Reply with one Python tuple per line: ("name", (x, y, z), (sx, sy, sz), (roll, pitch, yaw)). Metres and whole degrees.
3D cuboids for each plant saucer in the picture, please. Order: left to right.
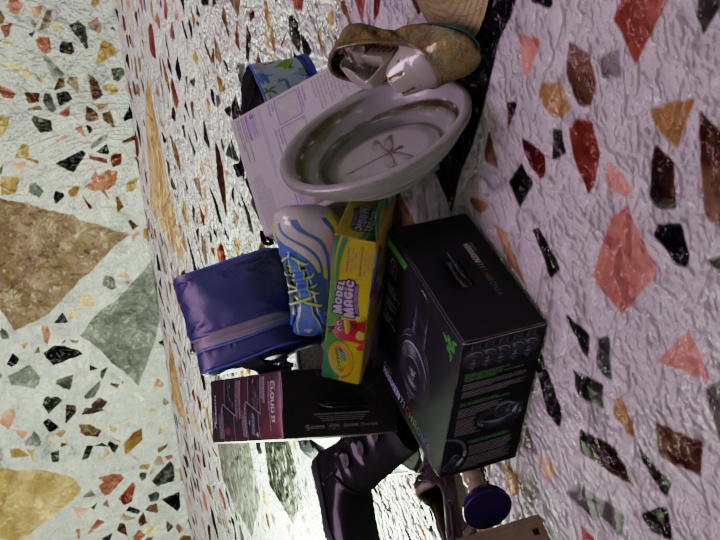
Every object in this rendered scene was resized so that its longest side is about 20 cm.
("plant saucer", (0.020, -0.117, 1.086), (0.200, 0.198, 0.051), (45, 163, 58))

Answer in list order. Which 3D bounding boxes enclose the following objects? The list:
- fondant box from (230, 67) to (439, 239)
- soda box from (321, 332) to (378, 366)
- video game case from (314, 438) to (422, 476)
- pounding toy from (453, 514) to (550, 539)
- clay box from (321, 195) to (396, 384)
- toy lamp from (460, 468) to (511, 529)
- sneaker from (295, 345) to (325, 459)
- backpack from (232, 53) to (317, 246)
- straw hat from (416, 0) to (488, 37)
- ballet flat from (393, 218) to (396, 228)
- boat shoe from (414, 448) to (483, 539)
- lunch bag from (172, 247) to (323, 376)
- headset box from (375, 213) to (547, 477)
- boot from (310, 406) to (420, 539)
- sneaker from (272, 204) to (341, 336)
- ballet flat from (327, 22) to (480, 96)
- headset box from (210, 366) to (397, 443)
("fondant box", (-0.030, -0.136, 1.207), (0.058, 0.198, 0.146), (22, -134, -63))
("soda box", (-0.019, 0.061, 1.371), (0.070, 0.063, 0.202), (116, 136, -59))
("video game case", (-0.025, 0.216, 1.476), (0.179, 0.026, 0.200), (33, 161, -7))
("pounding toy", (0.090, 0.342, 1.147), (0.201, 0.182, 0.143), (104, 148, -53))
("clay box", (0.000, 0.000, 1.138), (0.115, 0.047, 0.202), (-68, -14, -56))
("toy lamp", (0.103, 0.188, 1.189), (0.201, 0.057, 0.059), (-112, 18, -58))
("sneaker", (-0.065, 0.195, 1.686), (0.146, 0.076, 0.205), (134, 121, -65))
("backpack", (-0.077, -0.162, 1.393), (0.202, 0.145, 0.184), (92, 160, -46))
("straw hat", (0.043, -0.305, 1.048), (0.201, 0.084, 0.204), (167, 90, -72))
("ballet flat", (0.019, -0.066, 1.310), (0.067, 0.067, 0.203), (35, 144, 58))
("boat shoe", (0.092, 0.242, 1.268), (0.072, 0.064, 0.202), (101, 152, -53))
("lunch bag", (-0.125, 0.060, 1.313), (0.200, 0.134, 0.134), (18, -124, -78))
("headset box", (0.094, 0.068, 1.113), (0.175, 0.091, 0.202), (-120, 27, -43))
("boot", (0.021, 0.244, 1.310), (0.200, 0.065, 0.166), (-49, 56, 41))
("sneaker", (-0.048, 0.007, 1.179), (0.200, 0.074, 0.107), (68, -162, -68))
("ballet flat", (0.036, -0.203, 1.092), (0.199, 0.070, 0.072), (19, 121, 50))
("headset box", (-0.061, 0.151, 1.248), (0.199, 0.147, 0.076), (-16, 76, 56))
